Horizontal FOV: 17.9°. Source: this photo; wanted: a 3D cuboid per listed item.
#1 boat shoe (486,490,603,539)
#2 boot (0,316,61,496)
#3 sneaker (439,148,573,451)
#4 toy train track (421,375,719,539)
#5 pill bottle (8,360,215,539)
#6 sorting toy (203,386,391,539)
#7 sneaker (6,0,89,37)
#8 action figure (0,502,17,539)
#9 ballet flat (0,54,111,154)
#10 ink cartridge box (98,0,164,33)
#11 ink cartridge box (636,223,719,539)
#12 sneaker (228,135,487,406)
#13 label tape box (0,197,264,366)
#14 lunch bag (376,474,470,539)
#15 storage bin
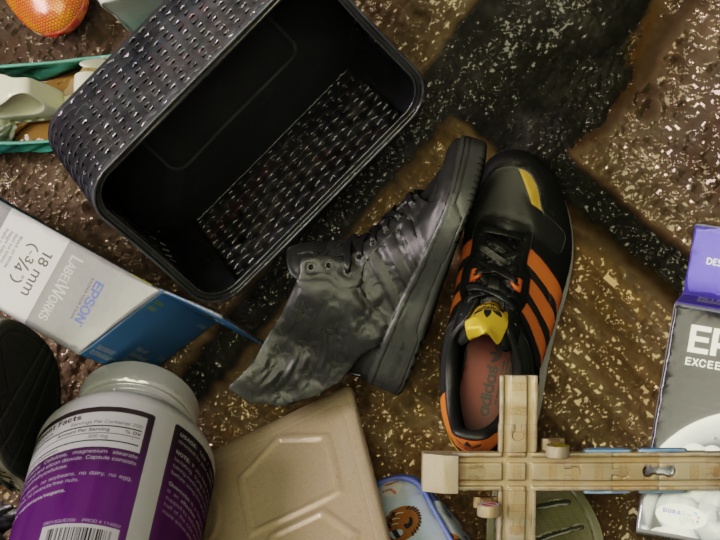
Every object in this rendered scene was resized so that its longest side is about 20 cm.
[{"bbox_3d":[0.130,0.212,1.394,0.075,0.068,0.200,-20,58,3],"label":"boat shoe"},{"bbox_3d":[-0.263,0.076,1.426,0.153,0.204,0.074,18,65,17],"label":"boot"},{"bbox_3d":[0.089,0.020,1.416,0.070,0.090,0.201,7,85,11],"label":"sneaker"},{"bbox_3d":[0.137,0.121,1.359,0.199,0.033,0.115,0,97,-3],"label":"toy train track"},{"bbox_3d":[-0.148,0.151,1.356,0.112,0.113,0.200,-2,42,10],"label":"pill bottle"},{"bbox_3d":[-0.069,0.174,1.397,0.185,0.037,0.200,-26,35,9],"label":"sorting toy"},{"bbox_3d":[-0.229,-0.249,1.515,0.073,0.077,0.201,-18,80,10],"label":"sneaker"},{"bbox_3d":[-0.246,0.220,1.406,0.119,0.200,0.102,-28,109,18],"label":"action figure"},{"bbox_3d":[-0.193,-0.108,1.495,0.199,0.070,0.068,-6,82,9],"label":"ballet flat"},{"bbox_3d":[-0.094,-0.277,1.490,0.199,0.084,0.176,-21,78,7],"label":"ink cartridge box"},{"bbox_3d":[0.282,0.080,1.398,0.197,0.043,0.201,9,84,12],"label":"ink cartridge box"},{"bbox_3d":[0.000,-0.001,1.412,0.104,0.060,0.200,20,98,4],"label":"sneaker"},{"bbox_3d":[-0.170,0.020,1.436,0.200,0.144,0.063,28,87,13],"label":"label tape box"},{"bbox_3d":[0.014,0.234,1.377,0.160,0.076,0.200,-29,51,3],"label":"lunch bag"},{"bbox_3d":[-0.078,-0.098,1.426,0.200,0.135,0.094,-44,38,3],"label":"storage bin"}]
